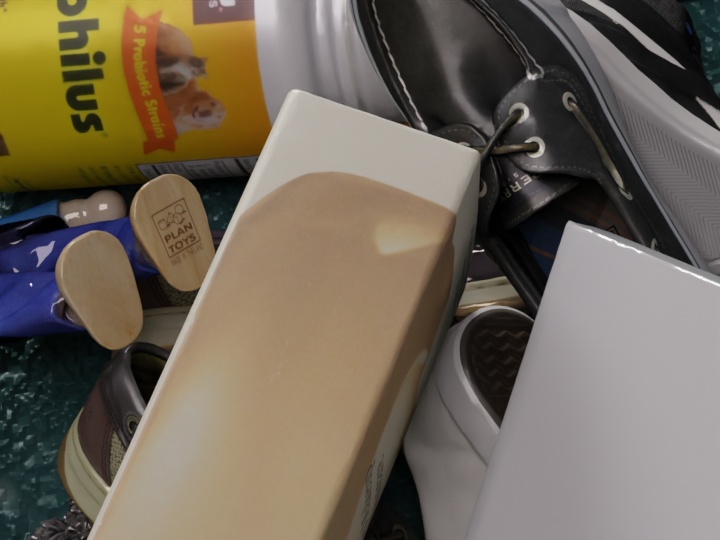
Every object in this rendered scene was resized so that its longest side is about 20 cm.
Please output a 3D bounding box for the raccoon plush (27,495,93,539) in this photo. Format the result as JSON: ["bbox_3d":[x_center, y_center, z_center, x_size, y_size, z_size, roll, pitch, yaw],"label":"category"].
[{"bbox_3d":[-0.127,0.138,1.066,0.097,0.200,0.134,-34,66,29],"label":"raccoon plush"}]

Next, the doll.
[{"bbox_3d":[-0.137,0.003,1.134,0.200,0.049,0.136,-7,26,49],"label":"doll"}]

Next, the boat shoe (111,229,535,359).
[{"bbox_3d":[0.000,0.000,1.133,0.199,0.072,0.065,-9,75,17],"label":"boat shoe"}]

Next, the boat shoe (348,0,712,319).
[{"bbox_3d":[0.063,-0.034,1.042,0.069,0.057,0.200,-33,99,22],"label":"boat shoe"}]

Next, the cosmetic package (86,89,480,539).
[{"bbox_3d":[-0.027,0.054,0.995,0.071,0.105,0.200,19,65,8],"label":"cosmetic package"}]

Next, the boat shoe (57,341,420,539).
[{"bbox_3d":[-0.021,0.099,1.064,0.201,0.066,0.072,36,49,14],"label":"boat shoe"}]

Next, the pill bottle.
[{"bbox_3d":[-0.071,-0.089,1.157,0.199,0.109,0.110,-4,71,12],"label":"pill bottle"}]

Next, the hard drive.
[{"bbox_3d":[0.085,0.098,0.973,0.132,0.026,0.200,25,99,48],"label":"hard drive"}]

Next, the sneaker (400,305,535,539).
[{"bbox_3d":[0.076,0.114,1.090,0.073,0.085,0.200,-22,78,-41],"label":"sneaker"}]

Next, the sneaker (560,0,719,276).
[{"bbox_3d":[0.127,-0.044,1.118,0.200,0.112,0.073,45,119,-8],"label":"sneaker"}]
